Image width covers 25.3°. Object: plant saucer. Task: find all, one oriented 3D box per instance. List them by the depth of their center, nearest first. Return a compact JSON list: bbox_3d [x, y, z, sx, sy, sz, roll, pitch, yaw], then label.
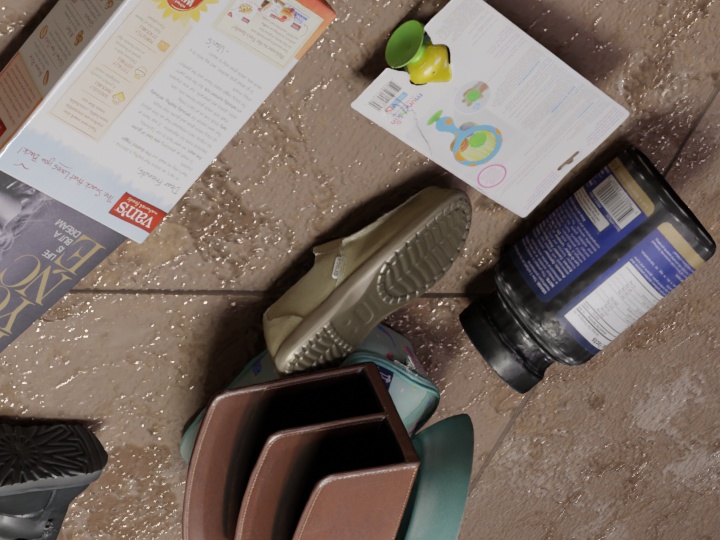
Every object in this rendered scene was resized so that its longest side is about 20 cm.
[{"bbox_3d":[0.042,0.209,1.308,0.036,0.201,0.201,18,127,-6],"label":"plant saucer"}]

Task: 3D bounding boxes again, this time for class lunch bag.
[{"bbox_3d":[-0.034,0.125,1.315,0.200,0.077,0.160,-43,140,13],"label":"lunch bag"}]

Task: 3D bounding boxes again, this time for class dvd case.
[{"bbox_3d":[-0.251,-0.012,1.075,0.199,0.016,0.148,-40,141,10],"label":"dvd case"}]

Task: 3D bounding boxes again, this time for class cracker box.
[{"bbox_3d":[-0.128,-0.127,0.992,0.200,0.058,0.134,-48,139,10],"label":"cracker box"}]

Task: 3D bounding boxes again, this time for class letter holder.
[{"bbox_3d":[-0.054,0.181,1.219,0.140,0.101,0.201,-8,138,-22],"label":"letter holder"}]

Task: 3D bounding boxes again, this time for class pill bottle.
[{"bbox_3d":[0.180,0.005,1.303,0.200,0.112,0.112,-41,141,12],"label":"pill bottle"}]

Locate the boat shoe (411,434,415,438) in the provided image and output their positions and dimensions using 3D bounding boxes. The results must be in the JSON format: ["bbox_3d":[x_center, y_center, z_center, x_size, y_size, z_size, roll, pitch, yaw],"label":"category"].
[{"bbox_3d":[-0.019,0.210,1.420,0.200,0.075,0.062,-45,134,7],"label":"boat shoe"}]

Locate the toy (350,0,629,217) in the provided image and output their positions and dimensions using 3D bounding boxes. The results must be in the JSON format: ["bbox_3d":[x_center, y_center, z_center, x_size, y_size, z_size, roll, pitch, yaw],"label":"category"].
[{"bbox_3d":[0.092,-0.126,1.158,0.115,0.047,0.199,-44,137,20],"label":"toy"}]

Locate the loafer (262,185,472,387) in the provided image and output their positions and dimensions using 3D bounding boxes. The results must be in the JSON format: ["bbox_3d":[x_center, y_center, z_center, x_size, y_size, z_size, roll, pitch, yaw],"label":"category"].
[{"bbox_3d":[0.000,0.000,1.216,0.200,0.068,0.076,-41,145,-10],"label":"loafer"}]

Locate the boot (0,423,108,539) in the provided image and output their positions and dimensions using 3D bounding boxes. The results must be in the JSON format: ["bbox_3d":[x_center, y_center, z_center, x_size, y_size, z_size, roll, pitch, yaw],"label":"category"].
[{"bbox_3d":[-0.304,0.204,1.237,0.163,0.066,0.201,9,131,-37],"label":"boot"}]
